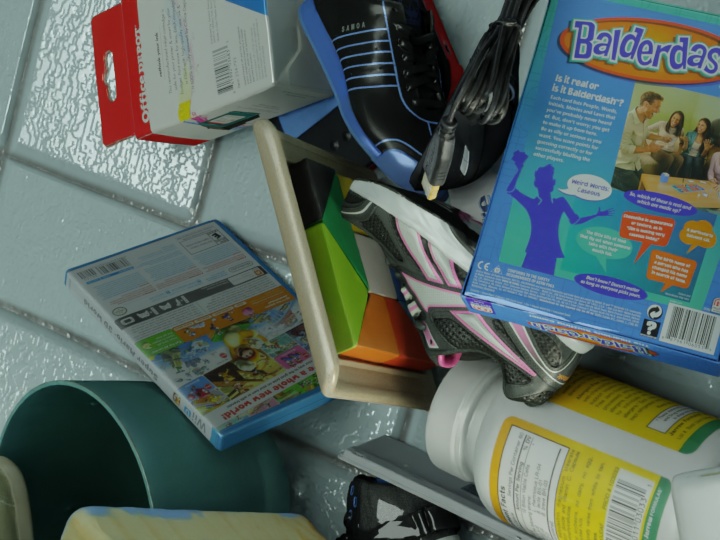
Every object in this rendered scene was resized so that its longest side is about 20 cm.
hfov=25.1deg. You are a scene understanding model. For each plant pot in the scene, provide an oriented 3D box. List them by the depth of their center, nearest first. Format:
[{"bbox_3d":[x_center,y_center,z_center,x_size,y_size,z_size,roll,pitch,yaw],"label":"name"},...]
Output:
[{"bbox_3d":[-0.150,0.173,1.196,0.200,0.161,0.201,4,96,44],"label":"plant pot"}]

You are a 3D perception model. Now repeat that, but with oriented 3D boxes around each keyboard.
[{"bbox_3d":[0.076,0.155,1.105,0.200,0.056,0.011,21,107,36],"label":"keyboard"}]

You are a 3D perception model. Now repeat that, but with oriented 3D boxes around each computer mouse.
[{"bbox_3d":[0.069,-0.083,0.965,0.046,0.141,0.200,26,146,0],"label":"computer mouse"}]

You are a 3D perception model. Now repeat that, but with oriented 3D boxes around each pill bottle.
[{"bbox_3d":[0.143,0.122,1.023,0.200,0.113,0.113,20,97,36],"label":"pill bottle"}]

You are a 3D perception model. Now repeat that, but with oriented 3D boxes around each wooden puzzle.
[{"bbox_3d":[0.000,0.000,1.093,0.037,0.200,0.186,-21,73,18],"label":"wooden puzzle"}]

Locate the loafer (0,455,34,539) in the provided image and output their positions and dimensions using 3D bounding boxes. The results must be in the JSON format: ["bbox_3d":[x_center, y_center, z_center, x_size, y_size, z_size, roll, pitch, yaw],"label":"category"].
[{"bbox_3d":[-0.267,0.235,1.155,0.076,0.068,0.201,-24,76,44],"label":"loafer"}]

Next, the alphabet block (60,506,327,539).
[{"bbox_3d":[-0.089,0.281,1.012,0.200,0.195,0.197,36,113,48],"label":"alphabet block"}]

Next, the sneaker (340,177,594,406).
[{"bbox_3d":[0.055,0.014,1.011,0.200,0.080,0.087,36,102,34],"label":"sneaker"}]

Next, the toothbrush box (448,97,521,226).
[{"bbox_3d":[0.162,-0.049,1.041,0.200,0.085,0.147,-21,74,33],"label":"toothbrush box"}]

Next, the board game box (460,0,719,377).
[{"bbox_3d":[0.159,-0.055,0.933,0.152,0.045,0.201,15,80,15],"label":"board game box"}]

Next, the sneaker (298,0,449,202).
[{"bbox_3d":[0.024,-0.143,1.125,0.078,0.070,0.200,-48,59,33],"label":"sneaker"}]

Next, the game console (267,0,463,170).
[{"bbox_3d":[-0.018,-0.168,1.220,0.177,0.031,0.200,-32,67,30],"label":"game console"}]

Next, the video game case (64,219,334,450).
[{"bbox_3d":[-0.106,0.042,1.202,0.200,0.143,0.018,42,136,32],"label":"video game case"}]

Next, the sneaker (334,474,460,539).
[{"bbox_3d":[-0.011,0.207,1.162,0.200,0.073,0.112,-17,73,26],"label":"sneaker"}]

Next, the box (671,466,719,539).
[{"bbox_3d":[0.301,0.189,0.863,0.200,0.171,0.200,-16,77,35],"label":"box"}]

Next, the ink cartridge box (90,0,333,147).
[{"bbox_3d":[-0.119,-0.168,1.251,0.200,0.067,0.117,-14,79,41],"label":"ink cartridge box"}]
